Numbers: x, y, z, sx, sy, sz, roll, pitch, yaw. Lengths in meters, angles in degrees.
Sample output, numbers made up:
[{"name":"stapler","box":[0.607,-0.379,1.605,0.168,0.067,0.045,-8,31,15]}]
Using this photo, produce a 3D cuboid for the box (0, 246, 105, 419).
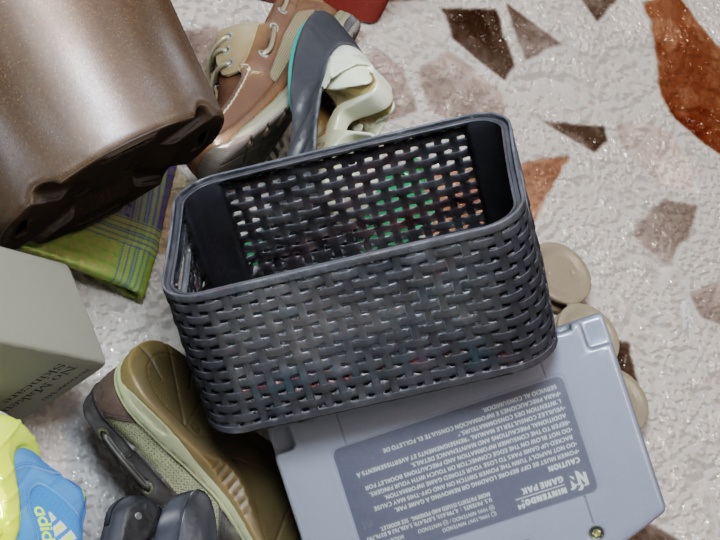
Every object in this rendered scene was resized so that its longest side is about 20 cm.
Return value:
[{"name":"box","box":[-0.223,0.029,1.038,0.200,0.082,0.069,18,43,-64]}]

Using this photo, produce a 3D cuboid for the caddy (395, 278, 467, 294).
[{"name":"caddy","box":[0.073,0.101,1.169,0.201,0.141,0.105,57,8,11]}]

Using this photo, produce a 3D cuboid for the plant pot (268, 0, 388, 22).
[{"name":"plant pot","box":[-0.046,-0.320,1.377,0.198,0.176,0.202,9,56,-25]}]

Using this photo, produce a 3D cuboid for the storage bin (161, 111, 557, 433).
[{"name":"storage bin","box":[0.000,0.000,1.096,0.198,0.094,0.136,-14,30,7]}]

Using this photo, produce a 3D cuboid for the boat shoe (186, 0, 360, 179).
[{"name":"boat shoe","box":[-0.071,-0.123,1.306,0.072,0.076,0.200,36,39,0]}]

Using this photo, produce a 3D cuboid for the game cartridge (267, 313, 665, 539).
[{"name":"game cartridge","box":[0.060,0.118,1.100,0.198,0.042,0.134,-18,91,5]}]

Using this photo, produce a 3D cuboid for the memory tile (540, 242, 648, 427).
[{"name":"memory tile","box":[0.092,0.055,1.314,0.199,0.017,0.154,-8,64,-34]}]

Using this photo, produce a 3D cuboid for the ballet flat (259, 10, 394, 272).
[{"name":"ballet flat","box":[-0.012,-0.083,1.229,0.073,0.073,0.201,21,56,-17]}]

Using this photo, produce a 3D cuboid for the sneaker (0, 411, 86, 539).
[{"name":"sneaker","box":[-0.197,0.173,1.025,0.105,0.076,0.201,34,57,-20]}]

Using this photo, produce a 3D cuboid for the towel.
[{"name":"towel","box":[-0.182,-0.085,1.242,0.143,0.023,0.201,19,53,-20]}]

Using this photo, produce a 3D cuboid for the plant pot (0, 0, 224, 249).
[{"name":"plant pot","box":[-0.189,-0.133,1.139,0.199,0.200,0.199,-24,81,-39]}]

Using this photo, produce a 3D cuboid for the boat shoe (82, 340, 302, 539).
[{"name":"boat shoe","box":[-0.078,0.129,1.132,0.201,0.065,0.073,52,35,-8]}]

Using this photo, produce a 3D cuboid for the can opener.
[{"name":"can opener","box":[-0.125,0.213,1.052,0.063,0.079,0.202,17,65,-13]}]

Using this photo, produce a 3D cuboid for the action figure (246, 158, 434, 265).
[{"name":"action figure","box":[-0.012,-0.010,1.260,0.118,0.055,0.200,30,51,18]}]
